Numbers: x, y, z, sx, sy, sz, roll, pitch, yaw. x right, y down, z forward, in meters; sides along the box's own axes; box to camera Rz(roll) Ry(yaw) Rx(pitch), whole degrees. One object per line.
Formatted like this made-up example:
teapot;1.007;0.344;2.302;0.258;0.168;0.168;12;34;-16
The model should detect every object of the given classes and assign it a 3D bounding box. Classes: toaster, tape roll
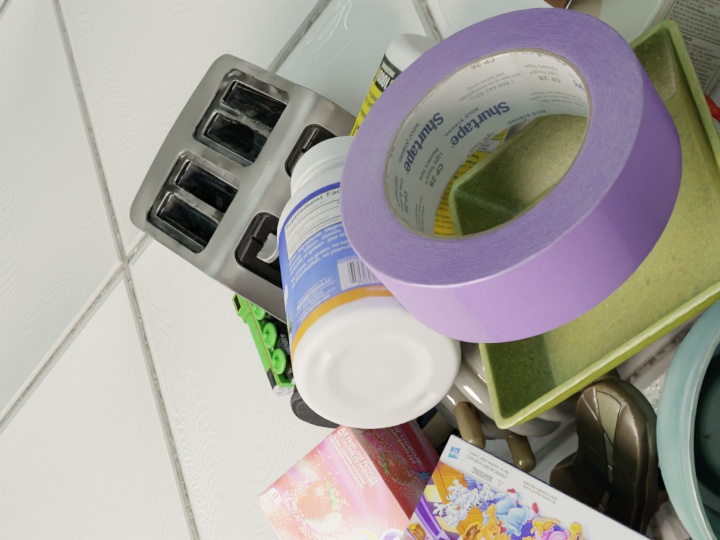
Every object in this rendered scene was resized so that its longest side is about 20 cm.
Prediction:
toaster;-0.084;-0.075;1.305;0.200;0.118;0.182;31;90;48
tape roll;0.087;-0.059;0.908;0.199;0.066;0.201;-19;49;24

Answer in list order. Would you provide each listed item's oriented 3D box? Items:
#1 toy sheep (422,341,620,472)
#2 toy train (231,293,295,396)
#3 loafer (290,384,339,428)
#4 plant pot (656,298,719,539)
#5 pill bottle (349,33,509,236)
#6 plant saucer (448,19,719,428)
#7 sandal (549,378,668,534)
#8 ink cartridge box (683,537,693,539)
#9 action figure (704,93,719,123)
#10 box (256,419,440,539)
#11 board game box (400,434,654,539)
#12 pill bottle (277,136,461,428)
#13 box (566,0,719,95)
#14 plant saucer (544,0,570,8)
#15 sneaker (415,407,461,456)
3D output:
toy sheep;0.106;0.059;1.060;0.200;0.137;0.138;-45;50;23
toy train;-0.091;0.029;1.389;0.057;0.041;0.201;-57;43;41
loafer;-0.015;0.075;1.221;0.200;0.071;0.064;106;174;-68
plant pot;0.247;0.090;0.848;0.134;0.198;0.202;173;104;-77
pill bottle;0.037;-0.072;1.186;0.112;0.112;0.201;44;117;46
plant saucer;0.154;-0.023;0.944;0.199;0.048;0.201;-37;44;31
sandal;0.169;0.125;0.979;0.082;0.054;0.201;48;157;30
ink cartridge box;0.218;0.259;0.880;0.068;0.115;0.201;80;171;-56
action figure;0.251;-0.120;0.967;0.098;0.065;0.202;2;83;45
box;0.033;0.206;1.037;0.095;0.102;0.201;-41;71;22
board game box;0.107;0.199;0.884;0.199;0.045;0.135;24;86;40
pill bottle;0.000;0.000;1.044;0.112;0.111;0.201;-53;29;31
box;0.213;-0.193;1.006;0.201;0.094;0.078;-60;42;22
plant saucer;0.173;-0.269;1.014;0.201;0.032;0.200;-59;-2;-4
sneaker;0.056;0.169;1.141;0.202;0.076;0.147;44;119;49
